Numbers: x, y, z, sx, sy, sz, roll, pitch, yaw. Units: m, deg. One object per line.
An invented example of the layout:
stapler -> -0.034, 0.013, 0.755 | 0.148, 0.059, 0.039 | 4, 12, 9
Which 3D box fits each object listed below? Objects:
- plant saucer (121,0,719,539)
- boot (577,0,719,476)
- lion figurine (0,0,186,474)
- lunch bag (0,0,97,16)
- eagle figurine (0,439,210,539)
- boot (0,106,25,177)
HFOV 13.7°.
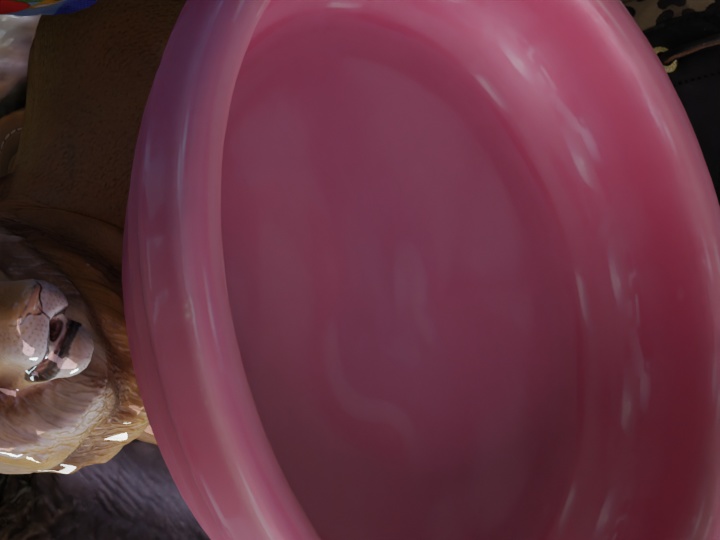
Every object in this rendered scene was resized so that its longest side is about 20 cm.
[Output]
plant saucer -> 0.014, 0.008, 0.702 | 0.051, 0.202, 0.200 | -14, 162, 40
boot -> 0.104, -0.014, 0.832 | 0.203, 0.154, 0.074 | -12, 156, -13
lion figurine -> -0.060, -0.021, 0.740 | 0.122, 0.201, 0.072 | 27, 131, -19
lunch bag -> -0.100, -0.104, 0.634 | 0.150, 0.095, 0.200 | -3, 163, -30
eagle figurine -> -0.069, 0.111, 0.791 | 0.199, 0.152, 0.151 | 21, 105, -14
boot -> 0.000, 0.000, 0.865 | 0.155, 0.200, 0.077 | -45, -177, -32
